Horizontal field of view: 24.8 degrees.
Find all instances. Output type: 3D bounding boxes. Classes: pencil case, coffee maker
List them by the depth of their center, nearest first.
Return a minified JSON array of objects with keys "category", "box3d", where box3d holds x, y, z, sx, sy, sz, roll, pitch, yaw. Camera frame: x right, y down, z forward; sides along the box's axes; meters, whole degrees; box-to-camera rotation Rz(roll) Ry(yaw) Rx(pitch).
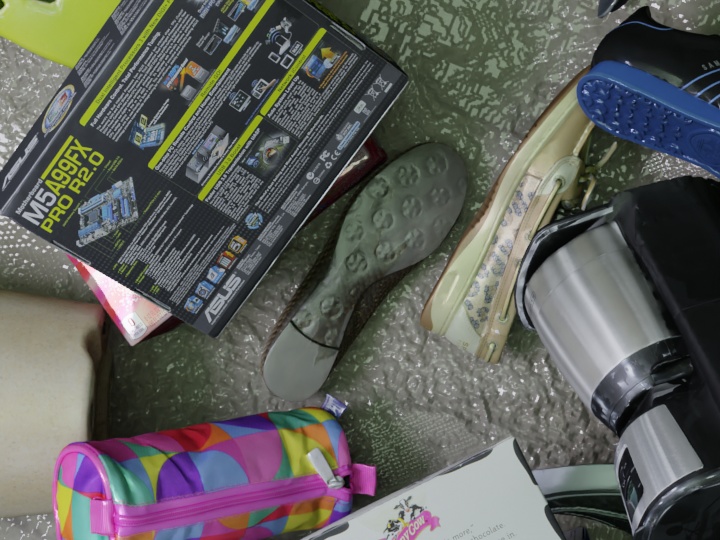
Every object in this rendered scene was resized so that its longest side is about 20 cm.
[{"category":"coffee maker","box3d":[0.211,0.049,0.966,0.191,0.135,0.201,-31,54,7]},{"category":"pencil case","box3d":[-0.092,0.134,1.023,0.088,0.198,0.089,12,105,52]}]

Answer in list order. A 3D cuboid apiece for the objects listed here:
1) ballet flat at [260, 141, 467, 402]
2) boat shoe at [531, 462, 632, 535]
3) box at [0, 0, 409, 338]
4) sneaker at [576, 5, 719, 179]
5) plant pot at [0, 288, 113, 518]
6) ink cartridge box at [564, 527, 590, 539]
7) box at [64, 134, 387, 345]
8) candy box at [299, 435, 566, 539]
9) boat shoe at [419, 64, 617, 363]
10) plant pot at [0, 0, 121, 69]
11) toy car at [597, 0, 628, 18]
[{"category":"ballet flat","box3d":[0.000,0.000,1.084,0.067,0.046,0.201,34,94,-7]},{"category":"boat shoe","box3d":[0.204,0.162,1.042,0.197,0.074,0.069,6,79,-1]},{"category":"box","box3d":[-0.092,-0.081,0.952,0.160,0.044,0.201,32,101,-29]},{"category":"sneaker","box3d":[0.231,-0.092,0.977,0.199,0.070,0.078,30,63,11]},{"category":"plant pot","box3d":[-0.257,0.086,1.063,0.181,0.200,0.203,3,93,-2]},{"category":"ink cartridge box","box3d":[0.090,0.228,1.029,0.198,0.136,0.077,-22,91,9]},{"category":"box","box3d":[-0.091,-0.052,1.066,0.199,0.095,0.100,-37,87,9]},{"category":"candy box","box3d":[0.051,0.219,0.897,0.167,0.072,0.201,-23,79,-19]},{"category":"boat shoe","box3d":[0.111,-0.037,1.052,0.062,0.073,0.201,32,107,4]},{"category":"plant pot","box3d":[-0.141,-0.205,1.021,0.181,0.199,0.200,42,97,-1]},{"category":"toy car","box3d":[0.221,-0.221,0.984,0.158,0.164,0.200,47,106,4]}]
